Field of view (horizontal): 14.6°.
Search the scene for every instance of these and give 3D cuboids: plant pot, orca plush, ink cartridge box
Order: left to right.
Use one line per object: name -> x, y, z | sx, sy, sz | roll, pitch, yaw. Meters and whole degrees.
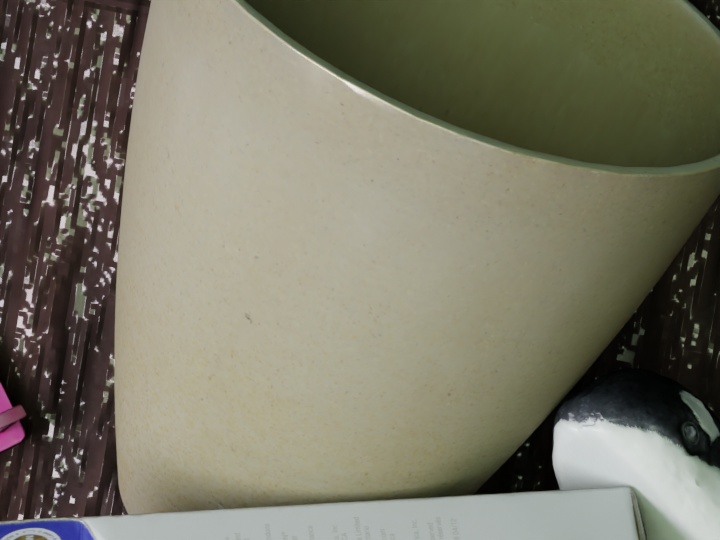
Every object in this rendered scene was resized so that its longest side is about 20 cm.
ink cartridge box -> -0.018, 0.106, 0.856 | 0.199, 0.095, 0.037 | -1, 55, -8
plant pot -> 0.000, 0.000, 0.873 | 0.187, 0.187, 0.201 | 27, 119, 8
orca plush -> 0.135, 0.099, 0.896 | 0.200, 0.071, 0.105 | 48, 148, -10

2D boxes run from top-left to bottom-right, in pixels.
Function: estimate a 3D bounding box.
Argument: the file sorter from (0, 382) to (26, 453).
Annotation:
file sorter -> -0.208, -0.008, 0.906 | 0.138, 0.125, 0.201 | -26, 89, -14
